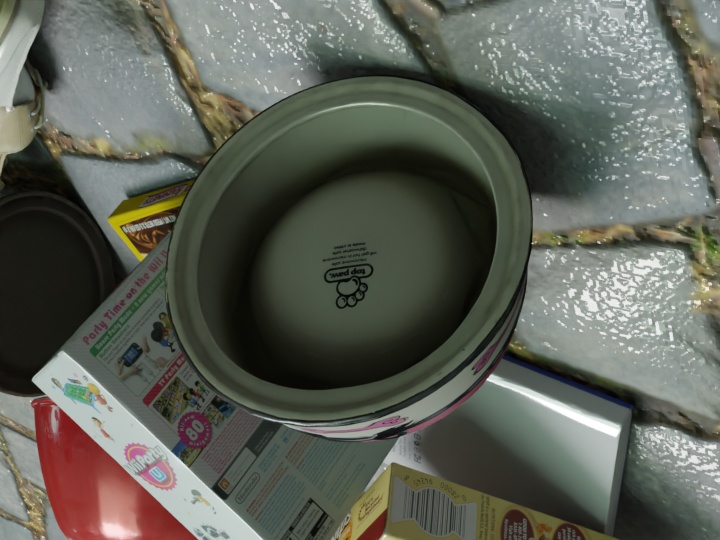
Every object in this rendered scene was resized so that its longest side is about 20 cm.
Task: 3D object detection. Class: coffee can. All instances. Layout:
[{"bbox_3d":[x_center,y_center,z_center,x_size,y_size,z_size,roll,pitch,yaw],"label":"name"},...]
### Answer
[{"bbox_3d":[-0.306,0.013,1.041,0.198,0.147,0.147,4,134,40],"label":"coffee can"}]

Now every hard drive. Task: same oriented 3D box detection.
[{"bbox_3d":[0.077,0.103,0.897,0.198,0.025,0.133,21,136,23],"label":"hard drive"}]

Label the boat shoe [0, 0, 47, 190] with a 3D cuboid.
[{"bbox_3d":[-0.243,-0.119,0.907,0.068,0.076,0.200,19,145,-24],"label":"boat shoe"}]

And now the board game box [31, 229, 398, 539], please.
[{"bbox_3d":[-0.082,0.080,0.865,0.200,0.148,0.064,45,143,-8],"label":"board game box"}]

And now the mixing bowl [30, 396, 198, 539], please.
[{"bbox_3d":[-0.158,0.164,1.033,0.197,0.110,0.200,6,166,1],"label":"mixing bowl"}]

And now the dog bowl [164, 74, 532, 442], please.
[{"bbox_3d":[0.000,0.000,0.721,0.198,0.202,0.074,18,159,26],"label":"dog bowl"}]

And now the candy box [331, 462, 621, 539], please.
[{"bbox_3d":[0.083,0.200,0.875,0.198,0.056,0.116,21,139,-14],"label":"candy box"}]

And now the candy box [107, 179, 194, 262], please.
[{"bbox_3d":[-0.081,-0.018,0.910,0.199,0.027,0.103,-11,126,48],"label":"candy box"}]
